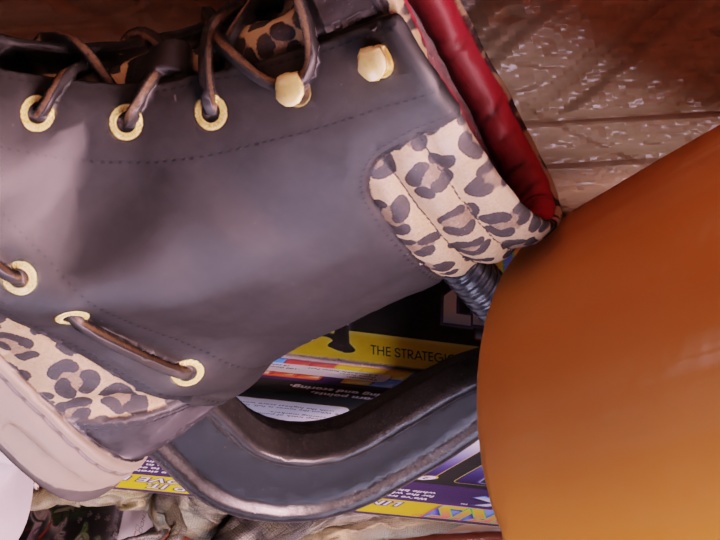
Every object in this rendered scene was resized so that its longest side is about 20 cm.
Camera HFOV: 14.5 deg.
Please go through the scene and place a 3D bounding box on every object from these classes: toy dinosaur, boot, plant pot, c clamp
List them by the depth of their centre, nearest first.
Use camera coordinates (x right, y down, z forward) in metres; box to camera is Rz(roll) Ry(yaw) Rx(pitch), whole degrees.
[{"bbox_3d":[-0.057,-0.042,0.647,0.150,0.073,0.200,-24,125,17],"label":"boot"},{"bbox_3d":[0.135,0.029,0.654,0.182,0.202,0.200,-17,155,35],"label":"plant pot"},{"bbox_3d":[0.000,0.000,0.756,0.170,0.027,0.200,-33,132,21],"label":"c clamp"},{"bbox_3d":[-0.032,0.106,1.047,0.198,0.089,0.047,6,169,-13],"label":"toy dinosaur"}]

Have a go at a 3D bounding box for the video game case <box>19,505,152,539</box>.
[{"bbox_3d":[-0.173,0.171,1.092,0.199,0.183,0.023,-14,142,34],"label":"video game case"}]

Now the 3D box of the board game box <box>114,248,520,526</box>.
[{"bbox_3d":[0.014,0.031,0.888,0.199,0.057,0.165,8,161,-21],"label":"board game box"}]

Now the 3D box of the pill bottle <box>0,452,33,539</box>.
[{"bbox_3d":[-0.167,0.063,0.824,0.200,0.113,0.112,-39,145,19],"label":"pill bottle"}]
